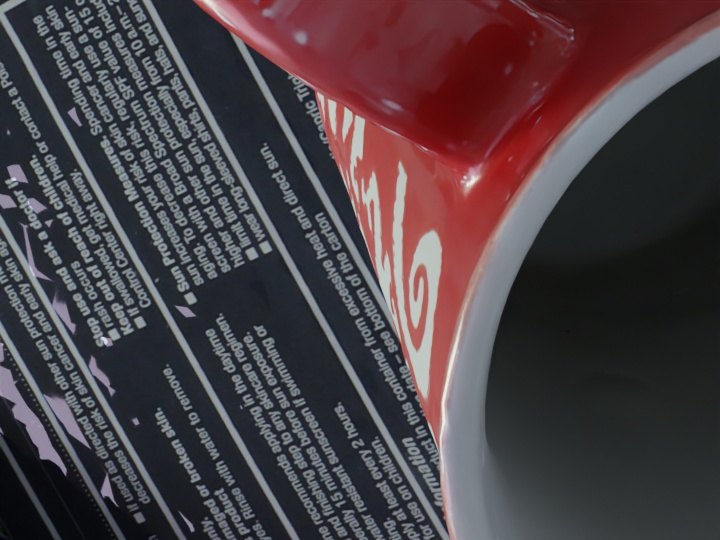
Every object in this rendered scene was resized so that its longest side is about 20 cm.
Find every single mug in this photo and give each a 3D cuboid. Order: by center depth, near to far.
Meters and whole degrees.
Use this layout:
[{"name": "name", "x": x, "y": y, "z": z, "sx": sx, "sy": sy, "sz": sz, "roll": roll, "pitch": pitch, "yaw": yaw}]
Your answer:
[{"name": "mug", "x": 0.051, "y": -0.032, "z": 0.484, "sx": 0.178, "sy": 0.133, "sz": 0.200, "roll": 63, "pitch": -179, "yaw": -23}]

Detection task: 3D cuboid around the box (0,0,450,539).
[{"name": "box", "x": -0.011, "y": -0.015, "z": 0.705, "sx": 0.200, "sy": 0.198, "sz": 0.123, "roll": 62, "pitch": -149, "yaw": -7}]

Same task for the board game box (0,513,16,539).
[{"name": "board game box", "x": -0.095, "y": 0.082, "z": 0.787, "sx": 0.135, "sy": 0.029, "sz": 0.200, "roll": 62, "pitch": -176, "yaw": 19}]
